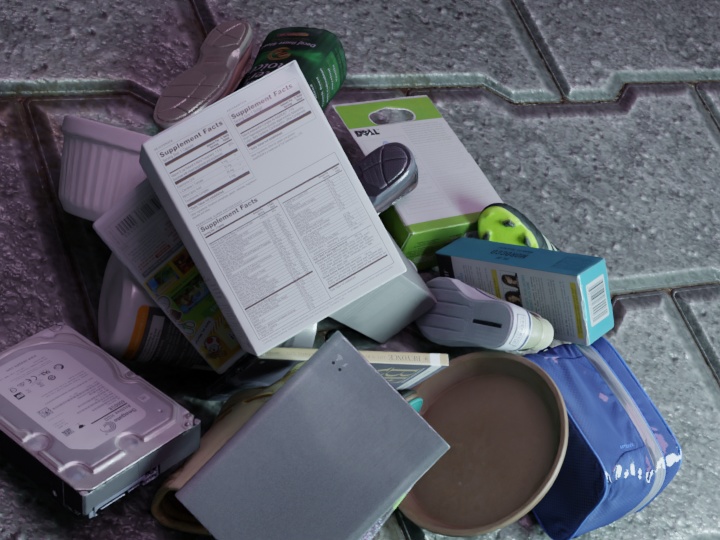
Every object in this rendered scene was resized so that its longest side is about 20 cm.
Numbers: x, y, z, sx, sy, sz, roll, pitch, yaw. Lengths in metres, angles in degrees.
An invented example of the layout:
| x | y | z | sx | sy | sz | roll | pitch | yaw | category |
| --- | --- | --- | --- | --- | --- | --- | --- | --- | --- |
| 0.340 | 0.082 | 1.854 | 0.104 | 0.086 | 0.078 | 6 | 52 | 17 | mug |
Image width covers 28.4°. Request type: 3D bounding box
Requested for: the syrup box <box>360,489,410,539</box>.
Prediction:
| x | y | z | sx | sy | sz | roll | pitch | yaw | category |
| --- | --- | --- | --- | --- | --- | --- | --- | --- | --- |
| -0.030 | 0.226 | 1.287 | 0.081 | 0.079 | 0.200 | 38 | 75 | 2 | syrup box |

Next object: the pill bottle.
| x | y | z | sx | sy | sz | roll | pitch | yaw | category |
| --- | --- | --- | --- | --- | --- | --- | --- | --- | --- |
| -0.150 | 0.041 | 1.401 | 0.198 | 0.117 | 0.117 | 10 | 51 | -22 | pill bottle |

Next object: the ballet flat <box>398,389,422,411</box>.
| x | y | z | sx | sy | sz | roll | pitch | yaw | category |
| --- | --- | --- | --- | --- | --- | --- | --- | --- | --- |
| -0.015 | 0.176 | 1.393 | 0.068 | 0.068 | 0.200 | 29 | 52 | 16 | ballet flat |

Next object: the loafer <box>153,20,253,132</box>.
| x | y | z | sx | sy | sz | roll | pitch | yaw | category |
| --- | --- | --- | --- | --- | --- | --- | --- | --- | --- |
| -0.169 | -0.206 | 1.622 | 0.071 | 0.063 | 0.201 | 7 | 46 | 22 | loafer |

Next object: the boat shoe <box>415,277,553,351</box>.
| x | y | z | sx | sy | sz | roll | pitch | yaw | category |
| --- | --- | --- | --- | --- | --- | --- | --- | --- | --- |
| 0.126 | 0.056 | 1.511 | 0.062 | 0.200 | 0.073 | 19 | 90 | -30 | boat shoe |

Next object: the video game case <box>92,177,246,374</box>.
| x | y | z | sx | sy | sz | roll | pitch | yaw | category |
| --- | --- | --- | --- | --- | --- | --- | --- | --- | --- |
| -0.116 | -0.037 | 1.327 | 0.200 | 0.023 | 0.182 | -41 | 96 | -10 | video game case |

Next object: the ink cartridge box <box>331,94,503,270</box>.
| x | y | z | sx | sy | sz | roll | pitch | yaw | category |
| --- | --- | --- | --- | --- | --- | --- | --- | --- | --- |
| 0.059 | -0.104 | 1.653 | 0.147 | 0.076 | 0.201 | -11 | 56 | -33 | ink cartridge box |

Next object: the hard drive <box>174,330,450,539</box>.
| x | y | z | sx | sy | sz | roll | pitch | yaw | category |
| --- | --- | --- | --- | --- | --- | --- | --- | --- | --- |
| -0.041 | 0.172 | 1.222 | 0.200 | 0.033 | 0.140 | -45 | 86 | -2 | hard drive |

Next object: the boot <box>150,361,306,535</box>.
| x | y | z | sx | sy | sz | roll | pitch | yaw | category |
| --- | --- | --- | --- | --- | --- | --- | --- | --- | --- |
| -0.095 | 0.163 | 1.285 | 0.073 | 0.199 | 0.156 | 55 | 46 | -15 | boot |

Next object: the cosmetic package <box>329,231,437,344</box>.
| x | y | z | sx | sy | sz | roll | pitch | yaw | category |
| --- | --- | --- | --- | --- | --- | --- | --- | --- | --- |
| 0.000 | 0.000 | 1.460 | 0.090 | 0.200 | 0.107 | -37 | 70 | 4 | cosmetic package |

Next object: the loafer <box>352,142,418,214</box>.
| x | y | z | sx | sy | sz | roll | pitch | yaw | category |
| --- | --- | --- | --- | --- | --- | --- | --- | --- | --- |
| -0.020 | -0.059 | 1.541 | 0.199 | 0.063 | 0.072 | -34 | 59 | 1 | loafer |

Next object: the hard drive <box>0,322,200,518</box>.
| x | y | z | sx | sy | sz | roll | pitch | yaw | category |
| --- | --- | --- | --- | --- | --- | --- | --- | --- | --- |
| -0.259 | 0.129 | 1.276 | 0.199 | 0.038 | 0.139 | 31 | 43 | 30 | hard drive |

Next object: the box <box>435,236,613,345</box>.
| x | y | z | sx | sy | sz | roll | pitch | yaw | category |
| --- | --- | --- | --- | --- | --- | --- | --- | --- | --- |
| 0.174 | 0.020 | 1.531 | 0.199 | 0.083 | 0.049 | 11 | 31 | 45 | box |

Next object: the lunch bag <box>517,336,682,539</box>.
| x | y | z | sx | sy | sz | roll | pitch | yaw | category |
| --- | --- | --- | --- | --- | --- | --- | --- | --- | --- |
| 0.231 | 0.166 | 1.489 | 0.132 | 0.136 | 0.201 | -10 | 58 | -34 | lunch bag |

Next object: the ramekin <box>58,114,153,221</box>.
| x | y | z | sx | sy | sz | roll | pitch | yaw | category |
| --- | --- | --- | --- | --- | --- | --- | --- | --- | --- |
| -0.210 | -0.085 | 1.425 | 0.201 | 0.202 | 0.095 | 16 | 92 | -16 | ramekin |

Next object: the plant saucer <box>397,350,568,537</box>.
| x | y | z | sx | sy | sz | roll | pitch | yaw | category |
| --- | --- | --- | --- | --- | --- | --- | --- | --- | --- |
| 0.116 | 0.174 | 1.417 | 0.029 | 0.199 | 0.201 | 50 | 28 | -48 | plant saucer |

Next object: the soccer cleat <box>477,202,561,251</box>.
| x | y | z | sx | sy | sz | roll | pitch | yaw | category |
| --- | --- | --- | --- | --- | --- | --- | --- | --- | --- |
| 0.198 | -0.012 | 1.633 | 0.200 | 0.067 | 0.081 | 47 | 27 | -27 | soccer cleat |

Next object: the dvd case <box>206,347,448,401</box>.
| x | y | z | sx | sy | sz | roll | pitch | yaw | category |
| --- | --- | --- | --- | --- | --- | --- | --- | --- | --- |
| -0.034 | 0.105 | 1.389 | 0.198 | 0.149 | 0.016 | 3 | 69 | -25 | dvd case |

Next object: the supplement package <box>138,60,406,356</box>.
| x | y | z | sx | sy | sz | roll | pitch | yaw | category |
| --- | --- | --- | --- | --- | --- | --- | --- | --- | --- |
| -0.081 | -0.051 | 1.245 | 0.150 | 0.152 | 0.201 | -29 | 94 | -9 | supplement package |

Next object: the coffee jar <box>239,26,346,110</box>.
| x | y | z | sx | sy | sz | roll | pitch | yaw | category |
| --- | --- | --- | --- | --- | --- | --- | --- | --- | --- |
| -0.090 | -0.195 | 1.615 | 0.103 | 0.086 | 0.201 | 4 | 40 | 17 | coffee jar |
